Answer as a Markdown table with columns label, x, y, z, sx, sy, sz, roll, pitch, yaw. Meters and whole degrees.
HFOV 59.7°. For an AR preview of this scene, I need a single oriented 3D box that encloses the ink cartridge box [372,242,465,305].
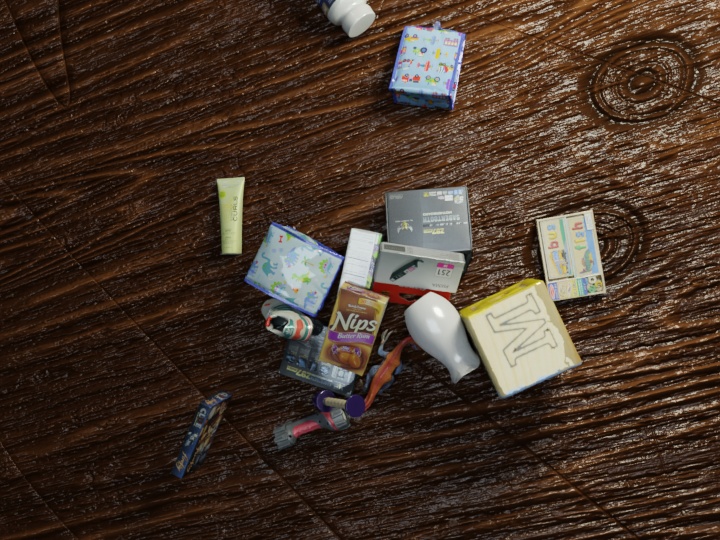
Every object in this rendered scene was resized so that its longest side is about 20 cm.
| label | x | y | z | sx | sy | sz | roll | pitch | yaw |
| --- | --- | --- | --- | --- | --- | --- | --- | --- | --- |
| ink cartridge box | 0.130 | 0.026 | 1.490 | 0.199 | 0.044 | 0.174 | 8 | 125 | -3 |

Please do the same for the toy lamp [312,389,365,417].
| label | x | y | z | sx | sy | sz | roll | pitch | yaw |
| --- | --- | --- | --- | --- | --- | --- | --- | --- | --- |
| toy lamp | -0.059 | 0.318 | 1.513 | 0.058 | 0.200 | 0.058 | 5 | 79 | -29 |

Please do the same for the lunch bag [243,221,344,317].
| label | x | y | z | sx | sy | sz | roll | pitch | yaw |
| --- | --- | --- | --- | --- | --- | --- | --- | --- | --- |
| lunch bag | -0.156 | -0.002 | 1.562 | 0.200 | 0.127 | 0.171 | 27 | 96 | 18 |

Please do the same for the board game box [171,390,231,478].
| label | x | y | z | sx | sy | sz | roll | pitch | yaw |
| --- | --- | --- | --- | --- | --- | --- | --- | --- | --- |
| board game box | -0.408 | 0.419 | 1.618 | 0.035 | 0.135 | 0.201 | 24 | 97 | 8 |

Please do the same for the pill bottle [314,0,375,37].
| label | x | y | z | sx | sy | sz | roll | pitch | yaw |
| --- | --- | --- | --- | --- | --- | --- | --- | --- | --- |
| pill bottle | -0.055 | -0.673 | 1.526 | 0.111 | 0.111 | 0.200 | -37 | 85 | 9 |

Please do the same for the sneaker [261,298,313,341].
| label | x | y | z | sx | sy | sz | roll | pitch | yaw |
| --- | --- | --- | --- | --- | --- | --- | --- | --- | --- |
| sneaker | -0.205 | 0.114 | 1.552 | 0.200 | 0.093 | 0.071 | 28 | 102 | 46 |

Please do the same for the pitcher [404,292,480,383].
| label | x | y | z | sx | sy | sz | roll | pitch | yaw |
| --- | --- | --- | --- | --- | --- | --- | --- | --- | --- |
| pitcher | 0.199 | 0.154 | 1.485 | 0.121 | 0.172 | 0.200 | -38 | 81 | 10 |

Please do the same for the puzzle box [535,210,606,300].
| label | x | y | z | sx | sy | sz | roll | pitch | yaw |
| --- | --- | --- | --- | --- | --- | --- | --- | --- | --- |
| puzzle box | 0.499 | -0.034 | 1.493 | 0.132 | 0.025 | 0.201 | -10 | 90 | 11 |

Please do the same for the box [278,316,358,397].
| label | x | y | z | sx | sy | sz | roll | pitch | yaw |
| --- | --- | --- | --- | --- | --- | --- | --- | --- | --- |
| box | -0.093 | 0.215 | 1.596 | 0.199 | 0.051 | 0.158 | 16 | 94 | 9 |

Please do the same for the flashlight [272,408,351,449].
| label | x | y | z | sx | sy | sz | roll | pitch | yaw |
| --- | --- | --- | --- | --- | --- | --- | --- | --- | --- |
| flashlight | -0.125 | 0.402 | 1.601 | 0.199 | 0.068 | 0.068 | -25 | 91 | 9 |

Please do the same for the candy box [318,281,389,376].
| label | x | y | z | sx | sy | sz | roll | pitch | yaw |
| --- | --- | --- | --- | --- | --- | --- | --- | --- | --- |
| candy box | -0.017 | 0.139 | 1.507 | 0.116 | 0.056 | 0.201 | 19 | 107 | 6 |

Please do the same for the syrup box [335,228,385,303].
| label | x | y | z | sx | sy | sz | roll | pitch | yaw |
| --- | --- | --- | --- | --- | --- | --- | --- | --- | --- |
| syrup box | 0.000 | 0.000 | 1.557 | 0.081 | 0.079 | 0.201 | 12 | 94 | 9 |

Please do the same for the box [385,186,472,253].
| label | x | y | z | sx | sy | sz | roll | pitch | yaw |
| --- | --- | --- | --- | --- | --- | --- | --- | --- | --- |
| box | 0.162 | -0.114 | 1.508 | 0.199 | 0.051 | 0.158 | -3 | 81 | 5 |

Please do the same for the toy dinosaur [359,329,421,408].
| label | x | y | z | sx | sy | sz | roll | pitch | yaw |
| --- | --- | --- | --- | --- | --- | --- | --- | --- | --- |
| toy dinosaur | 0.080 | 0.241 | 1.523 | 0.105 | 0.200 | 0.182 | 28 | 129 | -7 |

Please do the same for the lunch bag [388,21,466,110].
| label | x | y | z | sx | sy | sz | roll | pitch | yaw |
| --- | --- | --- | --- | --- | --- | --- | --- | --- | --- |
| lunch bag | 0.165 | -0.505 | 1.512 | 0.150 | 0.094 | 0.201 | 11 | 85 | 12 |

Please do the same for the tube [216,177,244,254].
| label | x | y | z | sx | sy | sz | roll | pitch | yaw |
| --- | --- | --- | --- | --- | --- | --- | --- | --- | --- |
| tube | -0.337 | -0.141 | 1.630 | 0.058 | 0.052 | 0.201 | 1 | 87 | -30 |

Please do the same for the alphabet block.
| label | x | y | z | sx | sy | sz | roll | pitch | yaw |
| --- | --- | --- | --- | --- | --- | --- | --- | --- | --- |
| alphabet block | 0.356 | 0.149 | 1.437 | 0.196 | 0.195 | 0.201 | -25 | 89 | 4 |

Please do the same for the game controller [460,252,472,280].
| label | x | y | z | sx | sy | sz | roll | pitch | yaw |
| --- | --- | --- | --- | --- | --- | --- | --- | --- | --- |
| game controller | 0.174 | -0.048 | 1.550 | 0.199 | 0.042 | 0.105 | 24 | 82 | 8 |
